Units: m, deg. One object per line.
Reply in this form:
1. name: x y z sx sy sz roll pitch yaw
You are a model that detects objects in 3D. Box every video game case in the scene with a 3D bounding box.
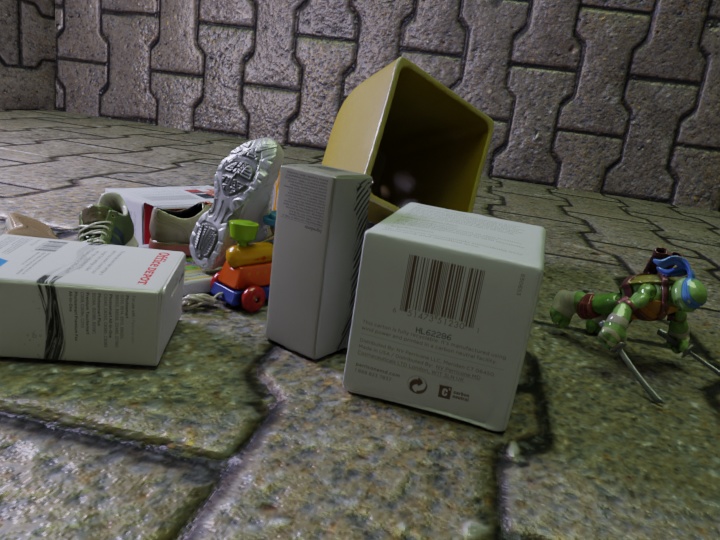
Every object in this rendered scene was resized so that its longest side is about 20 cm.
1. video game case: -0.242 -0.008 0.890 0.182 0.023 0.199 21 20 39

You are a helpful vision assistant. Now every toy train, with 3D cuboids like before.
1. toy train: -0.157 -0.013 0.773 0.084 0.116 0.199 20 20 39

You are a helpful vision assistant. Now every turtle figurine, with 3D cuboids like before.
1. turtle figurine: 0.341 0.082 0.760 0.143 0.201 0.194 -24 7 -21

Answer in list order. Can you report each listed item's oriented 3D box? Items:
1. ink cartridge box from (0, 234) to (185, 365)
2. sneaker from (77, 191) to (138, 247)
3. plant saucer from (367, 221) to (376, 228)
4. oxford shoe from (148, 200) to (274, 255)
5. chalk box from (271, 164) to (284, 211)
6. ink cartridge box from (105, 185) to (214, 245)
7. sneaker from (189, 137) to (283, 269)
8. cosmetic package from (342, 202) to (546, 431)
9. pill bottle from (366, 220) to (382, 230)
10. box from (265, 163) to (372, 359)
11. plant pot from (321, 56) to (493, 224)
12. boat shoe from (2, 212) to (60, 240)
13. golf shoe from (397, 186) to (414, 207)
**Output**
1. ink cartridge box: -0.294 0.027 0.627 0.199 0.085 0.146 6 16 -8
2. sneaker: -0.342 -0.039 0.779 0.067 0.090 0.200 -3 26 -2
3. plant saucer: -0.046 -0.060 0.987 0.199 0.051 0.200 -5 -3 0
4. oxford shoe: -0.216 -0.067 0.915 0.199 0.075 0.070 -7 20 -34
5. chalk box: -0.075 -0.140 1.238 0.199 0.125 0.124 4 16 -15
6. ink cartridge box: -0.295 -0.087 1.019 0.175 0.084 0.199 19 20 40
7. sneaker: -0.157 -0.090 0.839 0.078 0.200 0.099 42 18 26
8. cosmetic package: 0.097 0.034 0.642 0.167 0.167 0.200 12 17 15
9. pill bottle: 0.063 -0.003 0.813 0.199 0.113 0.113 18 17 8
10. box: -0.048 -0.012 0.669 0.082 0.201 0.068 19 19 33
11. plant pot: 0.042 -0.159 0.892 0.194 0.196 0.200 22 -11 -34
12. boat shoe: -0.425 -0.020 0.770 0.072 0.065 0.200 18 8 -38
13. golf shoe: 0.128 -0.081 1.048 0.088 0.078 0.200 -26 -39 37
